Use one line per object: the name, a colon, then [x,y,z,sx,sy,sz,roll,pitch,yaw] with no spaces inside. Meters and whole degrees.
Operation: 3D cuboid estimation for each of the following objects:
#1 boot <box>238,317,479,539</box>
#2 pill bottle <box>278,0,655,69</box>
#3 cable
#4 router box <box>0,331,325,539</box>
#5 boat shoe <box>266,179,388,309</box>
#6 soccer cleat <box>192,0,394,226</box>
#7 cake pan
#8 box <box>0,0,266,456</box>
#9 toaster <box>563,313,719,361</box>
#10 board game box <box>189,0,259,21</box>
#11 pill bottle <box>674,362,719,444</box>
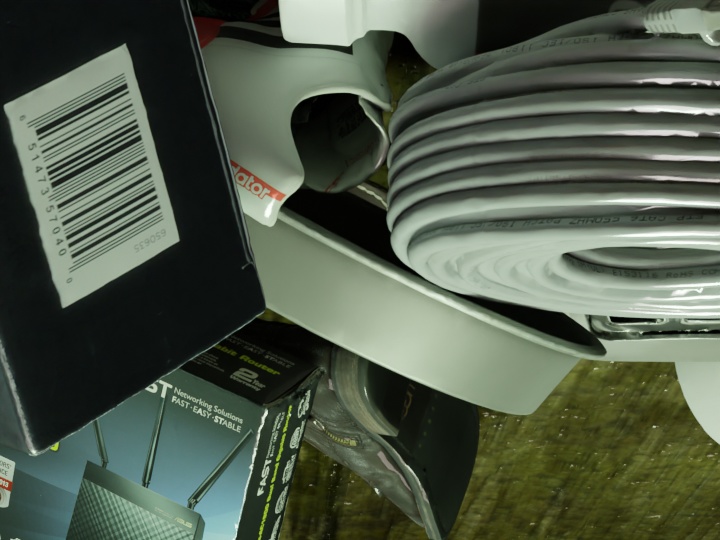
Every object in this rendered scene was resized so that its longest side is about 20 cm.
boot: [-0.039,0.066,1.190,0.173,0.069,0.200,7,148,28]
pill bottle: [0.075,-0.120,0.758,0.199,0.116,0.116,2,158,2]
cable: [0.108,-0.027,0.744,0.199,0.070,0.200,-7,166,42]
router box: [-0.130,0.084,1.125,0.199,0.150,0.062,22,-155,18]
boat shoe: [-0.075,-0.027,1.071,0.199,0.072,0.060,5,162,10]
soccer cleat: [-0.016,-0.070,0.832,0.069,0.085,0.200,-54,170,29]
cake pan: [0.000,0.000,0.883,0.200,0.037,0.200,26,-174,-3]
box: [-0.145,-0.043,0.741,0.200,0.149,0.104,14,-144,44]
toaster: [0.163,-0.044,0.937,0.180,0.119,0.200,-1,158,11]
board game box: [-0.096,-0.039,0.972,0.135,0.028,0.200,9,134,-37]
pill bottle: [0.258,0.024,1.100,0.114,0.114,0.200,21,152,-39]
